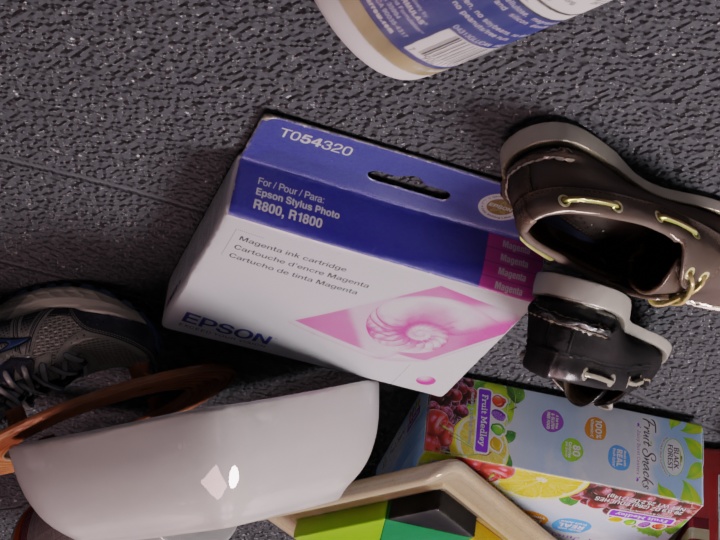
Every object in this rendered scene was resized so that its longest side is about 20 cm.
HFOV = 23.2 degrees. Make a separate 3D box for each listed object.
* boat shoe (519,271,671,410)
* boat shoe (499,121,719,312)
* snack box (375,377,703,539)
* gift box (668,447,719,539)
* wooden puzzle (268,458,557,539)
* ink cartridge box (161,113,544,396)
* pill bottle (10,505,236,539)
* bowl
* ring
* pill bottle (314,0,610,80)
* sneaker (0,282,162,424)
[{"bbox_3d":[0.137,0.051,1.032,0.073,0.061,0.200,15,173,17],"label":"boat shoe"},{"bbox_3d":[0.158,-0.013,0.971,0.199,0.060,0.072,27,136,-32],"label":"boat shoe"},{"bbox_3d":[0.121,0.152,1.245,0.198,0.068,0.169,13,149,-8],"label":"snack box"},{"bbox_3d":[0.285,0.256,1.270,0.182,0.202,0.187,10,150,2],"label":"gift box"},{"bbox_3d":[0.046,0.198,1.234,0.184,0.038,0.200,-18,140,38],"label":"wooden puzzle"},{"bbox_3d":[0.000,0.000,1.043,0.194,0.044,0.200,15,149,-14],"label":"ink cartridge box"},{"bbox_3d":[-0.178,0.195,1.325,0.109,0.111,0.200,24,144,-27],"label":"pill bottle"},{"bbox_3d":[-0.101,0.125,1.120,0.198,0.076,0.199,-11,175,32],"label":"bowl"},{"bbox_3d":[-0.179,0.096,1.173,0.199,0.019,0.201,-21,170,-4],"label":"ring"},{"bbox_3d":[0.078,-0.159,0.700,0.199,0.112,0.111,-19,141,34],"label":"pill bottle"},{"bbox_3d":[-0.225,0.064,1.142,0.198,0.086,0.077,-2,148,12],"label":"sneaker"}]
